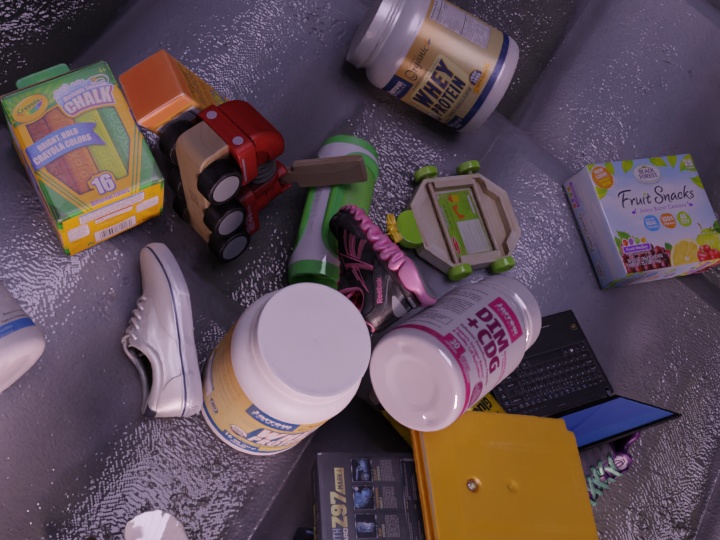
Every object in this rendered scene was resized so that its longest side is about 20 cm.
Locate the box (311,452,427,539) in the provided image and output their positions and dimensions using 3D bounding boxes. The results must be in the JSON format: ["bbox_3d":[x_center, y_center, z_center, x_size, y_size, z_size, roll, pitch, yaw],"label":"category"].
[{"bbox_3d":[0.031,0.291,1.137,0.157,0.051,0.201,2,57,-12],"label":"box"}]

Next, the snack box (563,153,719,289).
[{"bbox_3d":[0.408,-0.073,1.547,0.199,0.068,0.169,-7,71,-28],"label":"snack box"}]

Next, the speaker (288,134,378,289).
[{"bbox_3d":[-0.032,-0.065,1.331,0.088,0.088,0.201,21,61,-15],"label":"speaker"}]

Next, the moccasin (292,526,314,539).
[{"bbox_3d":[0.022,0.307,1.191,0.199,0.080,0.068,7,60,-23],"label":"moccasin"}]

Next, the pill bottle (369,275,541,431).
[{"bbox_3d":[0.109,0.082,1.171,0.114,0.113,0.200,54,41,5],"label":"pill bottle"}]

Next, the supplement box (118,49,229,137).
[{"bbox_3d":[-0.193,-0.179,1.247,0.069,0.200,0.067,-29,72,10],"label":"supplement box"}]

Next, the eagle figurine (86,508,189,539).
[{"bbox_3d":[-0.223,0.342,1.023,0.151,0.200,0.151,-18,117,2],"label":"eagle figurine"}]

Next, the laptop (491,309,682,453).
[{"bbox_3d":[0.263,0.133,1.354,0.177,0.103,0.201,-12,66,-29],"label":"laptop"}]

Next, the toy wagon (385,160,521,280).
[{"bbox_3d":[0.116,-0.063,1.425,0.199,0.040,0.156,-9,71,-27],"label":"toy wagon"}]

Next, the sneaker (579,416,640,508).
[{"bbox_3d":[0.278,0.249,1.322,0.074,0.087,0.200,46,55,-20],"label":"sneaker"}]

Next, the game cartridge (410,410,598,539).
[{"bbox_3d":[0.156,0.238,1.166,0.199,0.032,0.177,9,55,-24],"label":"game cartridge"}]

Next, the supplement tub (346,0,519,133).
[{"bbox_3d":[0.095,-0.289,1.455,0.199,0.144,0.145,26,59,-12],"label":"supplement tub"}]

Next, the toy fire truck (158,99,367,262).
[{"bbox_3d":[-0.105,-0.118,1.240,0.200,0.176,0.129,-36,65,-21],"label":"toy fire truck"}]

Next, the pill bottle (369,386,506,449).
[{"bbox_3d":[0.113,0.184,1.267,0.200,0.112,0.112,49,57,2],"label":"pill bottle"}]

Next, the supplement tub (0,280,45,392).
[{"bbox_3d":[-0.422,0.035,1.079,0.132,0.132,0.200,-35,85,-33],"label":"supplement tub"}]

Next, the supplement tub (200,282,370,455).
[{"bbox_3d":[-0.083,0.106,1.161,0.144,0.200,0.145,10,64,-20],"label":"supplement tub"}]

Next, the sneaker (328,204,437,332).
[{"bbox_3d":[0.000,0.000,1.188,0.095,0.200,0.079,-42,126,0],"label":"sneaker"}]

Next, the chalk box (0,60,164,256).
[{"bbox_3d":[-0.314,-0.142,1.199,0.124,0.124,0.201,-26,80,-17],"label":"chalk box"}]

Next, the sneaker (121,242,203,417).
[{"bbox_3d":[-0.225,0.064,1.190,0.071,0.073,0.201,-5,70,-30],"label":"sneaker"}]
